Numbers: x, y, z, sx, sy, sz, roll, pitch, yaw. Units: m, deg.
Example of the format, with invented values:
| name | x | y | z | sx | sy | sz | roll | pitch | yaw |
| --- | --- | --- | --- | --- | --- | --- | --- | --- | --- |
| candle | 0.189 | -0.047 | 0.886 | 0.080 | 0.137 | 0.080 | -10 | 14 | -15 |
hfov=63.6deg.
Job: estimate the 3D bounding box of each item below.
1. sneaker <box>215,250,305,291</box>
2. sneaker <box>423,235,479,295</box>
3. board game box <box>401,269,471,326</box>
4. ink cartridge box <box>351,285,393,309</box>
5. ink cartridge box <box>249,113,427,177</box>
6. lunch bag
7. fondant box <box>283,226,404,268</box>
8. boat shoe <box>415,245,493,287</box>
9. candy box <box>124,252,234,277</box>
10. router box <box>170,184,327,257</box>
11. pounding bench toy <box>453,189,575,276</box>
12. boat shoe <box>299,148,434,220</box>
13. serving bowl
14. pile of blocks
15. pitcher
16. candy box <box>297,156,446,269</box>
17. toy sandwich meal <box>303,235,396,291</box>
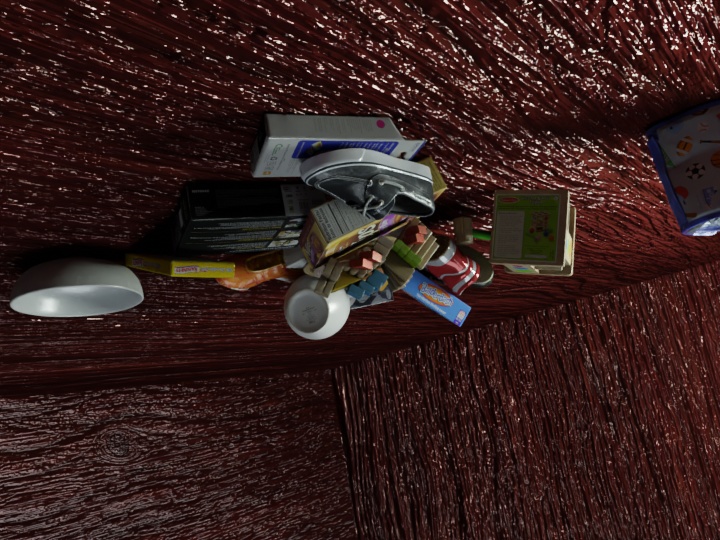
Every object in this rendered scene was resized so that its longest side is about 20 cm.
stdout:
| name | x | y | z | sx | sy | sz | roll | pitch | yaw |
| --- | --- | --- | --- | --- | --- | --- | --- | --- | --- |
| sneaker | -0.173 | -0.014 | 1.059 | 0.197 | 0.074 | 0.077 | -11 | 158 | -37 |
| sneaker | 0.145 | -0.015 | 1.083 | 0.112 | 0.072 | 0.199 | 37 | 174 | -21 |
| board game box | 0.112 | 0.032 | 1.145 | 0.151 | 0.046 | 0.200 | 33 | 180 | -17 |
| ink cartridge box | -0.032 | 0.034 | 1.259 | 0.195 | 0.102 | 0.039 | -12 | -162 | 4 |
| ink cartridge box | -0.028 | -0.146 | 0.694 | 0.195 | 0.038 | 0.095 | -2 | 163 | -23 |
| lunch bag | 0.529 | -0.150 | 0.830 | 0.195 | 0.174 | 0.124 | -13 | 162 | 4 |
| fondant box | -0.021 | -0.047 | 1.042 | 0.143 | 0.060 | 0.198 | -23 | 163 | 40 |
| boat shoe | 0.178 | -0.009 | 1.146 | 0.199 | 0.074 | 0.064 | 19 | 153 | 39 |
| candy box | -0.287 | -0.010 | 0.908 | 0.101 | 0.027 | 0.198 | -1 | -175 | -40 |
| router box | -0.163 | -0.072 | 0.839 | 0.196 | 0.052 | 0.149 | -5 | 165 | -29 |
| pounding bench toy | 0.279 | -0.064 | 1.050 | 0.196 | 0.128 | 0.155 | 3 | 174 | 26 |
| boat shoe | 0.016 | -0.097 | 0.707 | 0.197 | 0.069 | 0.071 | 3 | 161 | -42 |
| serving bowl | -0.459 | 0.021 | 0.947 | 0.195 | 0.067 | 0.200 | -8 | 166 | -2 |
| pile of blocks | 0.029 | -0.007 | 0.819 | 0.197 | 0.083 | 0.062 | -27 | 174 | -13 |
| pitcher | -0.050 | 0.051 | 1.104 | 0.169 | 0.124 | 0.200 | -23 | -179 | 13 |
| candy box | 0.014 | -0.079 | 0.822 | 0.197 | 0.057 | 0.117 | -26 | 171 | -20 |
| toy sandwich meal | 0.000 | 0.000 | 0.963 | 0.200 | 0.072 | 0.205 | -11 | 168 | -2 |
